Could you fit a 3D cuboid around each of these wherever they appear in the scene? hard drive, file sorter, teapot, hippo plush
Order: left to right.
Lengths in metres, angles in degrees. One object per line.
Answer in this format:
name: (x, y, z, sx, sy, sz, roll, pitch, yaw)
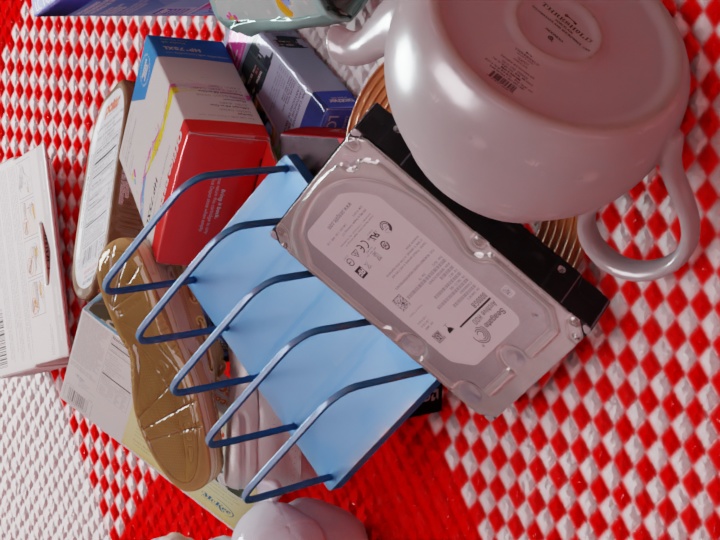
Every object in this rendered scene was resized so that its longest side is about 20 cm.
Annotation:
hippo plush: (-0.087, 0.222, 1.643, 0.161, 0.200, 0.159, -55, 52, 25)
file sorter: (-0.065, 0.041, 1.516, 0.139, 0.122, 0.200, -48, 67, 30)
hard drive: (0.048, -0.001, 1.428, 0.200, 0.038, 0.140, 40, 140, -2)
teapot: (0.099, -0.098, 1.329, 0.146, 0.197, 0.201, 116, 150, -48)

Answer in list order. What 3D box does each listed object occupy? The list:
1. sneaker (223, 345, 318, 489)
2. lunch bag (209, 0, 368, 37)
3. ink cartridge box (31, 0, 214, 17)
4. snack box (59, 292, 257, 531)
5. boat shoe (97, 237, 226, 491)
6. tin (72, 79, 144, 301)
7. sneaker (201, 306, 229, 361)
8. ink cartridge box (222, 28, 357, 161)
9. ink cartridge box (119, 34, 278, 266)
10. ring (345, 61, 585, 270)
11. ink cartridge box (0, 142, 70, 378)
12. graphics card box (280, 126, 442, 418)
sneaker: (-0.054, 0.068, 1.660, 0.075, 0.088, 0.201, -174, 88, -80)
lunch bag: (-0.043, -0.271, 1.582, 0.170, 0.122, 0.201, 6, 92, 56)
ink cartridge box: (-0.173, -0.251, 1.708, 0.136, 0.199, 0.077, -20, 76, 56)
snack box: (-0.147, 0.114, 1.747, 0.200, 0.037, 0.116, 36, 137, 13)
boat shoe: (-0.136, 0.067, 1.663, 0.074, 0.069, 0.201, -24, 79, 40)
tin: (-0.209, -0.068, 1.878, 0.112, 0.042, 0.201, -25, 55, 59)
sneaker: (-0.132, 0.019, 1.786, 0.200, 0.075, 0.079, 34, 118, 49)
ink cartridge box: (-0.056, -0.109, 1.689, 0.200, 0.042, 0.120, 49, 131, 42)
ink cartridge box: (-0.125, -0.083, 1.668, 0.200, 0.067, 0.117, -117, 37, -53)
ring: (0.073, -0.060, 1.460, 0.200, 0.019, 0.201, 11, 109, 36)
ink cartridge box: (-0.302, -0.008, 2.056, 0.176, 0.045, 0.201, -15, 80, 57)
graphics card box: (0.000, 0.000, 1.572, 0.125, 0.051, 0.201, 7, 100, 38)
